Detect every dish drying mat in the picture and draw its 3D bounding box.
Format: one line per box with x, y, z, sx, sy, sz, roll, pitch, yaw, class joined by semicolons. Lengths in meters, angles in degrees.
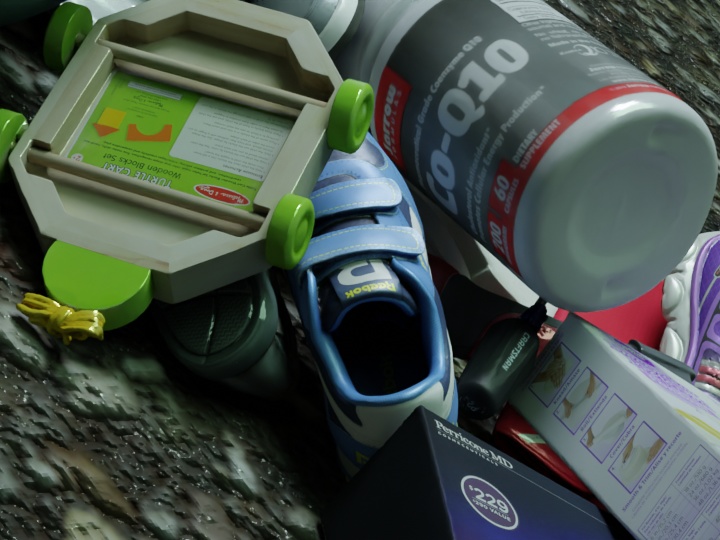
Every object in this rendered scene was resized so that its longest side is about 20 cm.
0.130;0.056;1.239;0.077;0.018;0.200;40;39;-3;dish drying mat

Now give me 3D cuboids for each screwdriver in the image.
0.096;0.012;1.126;0.029;0.028;0.200;25;40;18;screwdriver

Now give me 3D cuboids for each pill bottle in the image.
0.074;-0.075;1.133;0.114;0.114;0.200;20;16;-42;pill bottle

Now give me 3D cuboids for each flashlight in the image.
0.078;0.043;1.148;0.199;0.068;0.068;23;-15;-18;flashlight

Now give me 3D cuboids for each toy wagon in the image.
-0.091;-0.043;1.013;0.154;0.040;0.201;16;57;16;toy wagon

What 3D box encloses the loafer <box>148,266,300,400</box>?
-0.079;-0.021;1.070;0.063;0.072;0.201;46;18;-51;loafer

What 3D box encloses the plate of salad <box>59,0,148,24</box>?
-0.139;-0.169;1.240;0.200;0.048;0.201;39;26;-23;plate of salad

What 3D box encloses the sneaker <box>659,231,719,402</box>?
0.203;0.069;1.233;0.081;0.083;0.201;37;55;-54;sneaker

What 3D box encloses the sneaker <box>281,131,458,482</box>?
0.000;0.000;1.045;0.082;0.073;0.201;80;-9;-65;sneaker

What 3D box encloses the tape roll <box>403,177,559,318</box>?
0.090;-0.046;1.312;0.202;0.037;0.204;34;44;-40;tape roll

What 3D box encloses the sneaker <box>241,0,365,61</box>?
-0.077;-0.185;1.189;0.121;0.084;0.200;33;13;-38;sneaker

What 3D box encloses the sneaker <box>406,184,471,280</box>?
-0.029;-0.026;1.170;0.200;0.073;0.085;44;55;-15;sneaker

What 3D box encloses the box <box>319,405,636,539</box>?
0.088;0.164;0.970;0.199;0.079;0.141;30;22;-26;box

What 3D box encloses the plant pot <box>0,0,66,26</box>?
-0.192;-0.189;1.073;0.199;0.135;0.201;31;26;-17;plant pot

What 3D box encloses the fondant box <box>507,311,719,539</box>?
0.170;0.107;1.053;0.144;0.058;0.200;31;7;-28;fondant box
